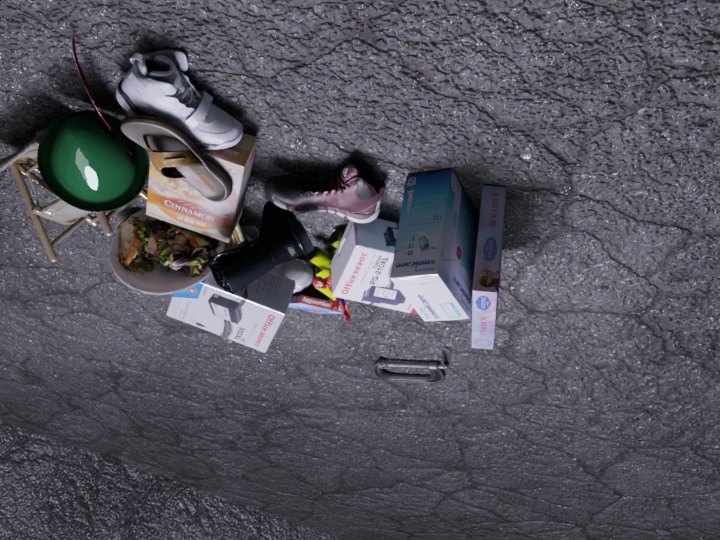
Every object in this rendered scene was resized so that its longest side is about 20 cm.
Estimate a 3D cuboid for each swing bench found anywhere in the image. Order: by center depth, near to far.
[{"bbox_3d":[-0.508,-0.148,1.513,0.198,0.130,0.200,-16,116,41],"label":"swing bench"}]

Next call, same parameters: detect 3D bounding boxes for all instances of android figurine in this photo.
[{"bbox_3d":[0.000,0.000,1.664,0.182,0.041,0.200,-33,128,30],"label":"android figurine"}]

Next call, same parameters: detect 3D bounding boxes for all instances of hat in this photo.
[{"bbox_3d":[-0.409,-0.204,1.319,0.200,0.166,0.176,41,157,-4],"label":"hat"}]

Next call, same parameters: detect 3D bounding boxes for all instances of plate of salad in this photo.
[{"bbox_3d":[-0.335,-0.047,1.508,0.199,0.201,0.048,8,144,6],"label":"plate of salad"}]

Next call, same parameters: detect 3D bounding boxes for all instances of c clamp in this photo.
[{"bbox_3d":[0.118,0.232,2.078,0.199,0.027,0.171,-2,153,20],"label":"c clamp"}]

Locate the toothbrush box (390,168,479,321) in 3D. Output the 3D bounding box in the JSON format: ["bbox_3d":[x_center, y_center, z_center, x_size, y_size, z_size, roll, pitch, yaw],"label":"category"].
[{"bbox_3d":[0.125,-0.039,1.419,0.085,0.201,0.147,-5,146,27],"label":"toothbrush box"}]

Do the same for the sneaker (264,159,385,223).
[{"bbox_3d":[-0.052,-0.148,1.436,0.199,0.076,0.116,8,145,-14],"label":"sneaker"}]

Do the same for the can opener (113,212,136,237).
[{"bbox_3d":[-0.372,-0.069,1.686,0.199,0.079,0.063,1,160,-8],"label":"can opener"}]

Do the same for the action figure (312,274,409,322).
[{"bbox_3d":[0.003,0.062,1.628,0.199,0.099,0.065,15,148,-11],"label":"action figure"}]

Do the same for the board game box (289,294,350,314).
[{"bbox_3d":[-0.101,0.070,1.789,0.102,0.020,0.200,15,173,-19],"label":"board game box"}]

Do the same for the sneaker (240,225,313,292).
[{"bbox_3d":[-0.186,-0.020,1.671,0.199,0.075,0.115,13,152,0],"label":"sneaker"}]

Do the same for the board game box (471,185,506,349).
[{"bbox_3d":[0.212,-0.002,1.453,0.041,0.201,0.200,4,151,9],"label":"board game box"}]

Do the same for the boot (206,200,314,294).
[{"bbox_3d":[-0.183,-0.045,1.480,0.168,0.200,0.077,-27,119,-8],"label":"boot"}]

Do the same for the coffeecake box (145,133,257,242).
[{"bbox_3d":[-0.265,-0.154,1.444,0.153,0.073,0.200,19,142,-3],"label":"coffeecake box"}]

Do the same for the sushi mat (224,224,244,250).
[{"bbox_3d":[-0.257,-0.074,1.584,0.095,0.012,0.201,-4,116,29],"label":"sushi mat"}]

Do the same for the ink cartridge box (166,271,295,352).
[{"bbox_3d":[-0.236,0.051,1.591,0.199,0.084,0.145,22,140,-9],"label":"ink cartridge box"}]

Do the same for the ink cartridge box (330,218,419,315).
[{"bbox_3d":[0.060,-0.007,1.564,0.199,0.085,0.145,12,135,-14],"label":"ink cartridge box"}]

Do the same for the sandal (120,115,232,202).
[{"bbox_3d":[-0.281,-0.162,1.334,0.081,0.055,0.200,-16,132,39],"label":"sandal"}]

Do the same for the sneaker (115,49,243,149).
[{"bbox_3d":[-0.261,-0.254,1.302,0.199,0.075,0.115,23,152,-13],"label":"sneaker"}]
